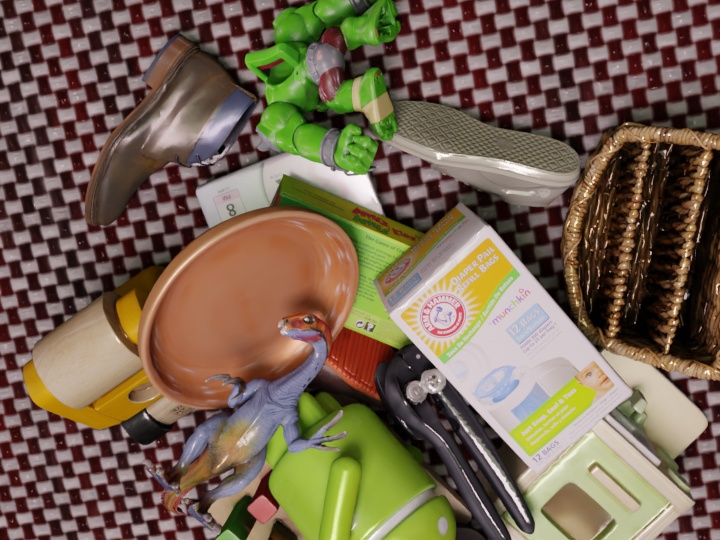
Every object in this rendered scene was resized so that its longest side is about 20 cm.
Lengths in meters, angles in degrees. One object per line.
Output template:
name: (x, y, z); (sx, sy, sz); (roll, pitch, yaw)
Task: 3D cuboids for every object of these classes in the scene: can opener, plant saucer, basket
can opener: (0.088, 0.153, 0.817); (0.063, 0.079, 0.200); (-37, 78, -11)
plant saucer: (-0.093, 0.028, 0.763); (0.200, 0.200, 0.037); (-53, 51, 12)
basket: (0.252, -0.025, 0.799); (0.142, 0.149, 0.201); (9, 102, 4)

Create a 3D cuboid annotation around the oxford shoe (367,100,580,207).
oxford shoe: (0.100, -0.104, 0.846); (0.199, 0.075, 0.058); (17, 139, 6)

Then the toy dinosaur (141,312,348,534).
toy dinosaur: (-0.098, 0.117, 0.778); (0.105, 0.200, 0.182); (48, 63, -16)

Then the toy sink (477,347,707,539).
toy sink: (0.223, 0.184, 0.859); (0.130, 0.112, 0.200); (42, 102, -3)

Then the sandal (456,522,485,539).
sandal: (0.115, 0.329, 0.905); (0.075, 0.045, 0.201); (-28, 114, -14)

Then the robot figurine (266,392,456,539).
robot figurine: (0.000, 0.199, 0.801); (0.116, 0.175, 0.200); (-46, 69, 9)

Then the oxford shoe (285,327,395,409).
oxford shoe: (-0.038, 0.084, 0.892); (0.200, 0.071, 0.073); (32, 132, -11)

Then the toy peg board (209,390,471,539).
toy peg board: (-0.027, 0.252, 0.907); (0.200, 0.098, 0.199); (44, 102, -4)

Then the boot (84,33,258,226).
boot: (-0.180, -0.111, 0.867); (0.097, 0.075, 0.200); (31, 100, 3)

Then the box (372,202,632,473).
box: (0.118, 0.055, 0.793); (0.112, 0.101, 0.200); (-41, 106, 5)

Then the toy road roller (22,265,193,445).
toy road roller: (-0.213, 0.060, 0.851); (0.123, 0.200, 0.146); (-34, 60, 9)

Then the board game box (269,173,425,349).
board game box: (0.000, 0.000, 0.852); (0.199, 0.048, 0.102); (22, 113, -12)

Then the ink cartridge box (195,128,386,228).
ink cartridge box: (-0.046, -0.016, 0.885); (0.162, 0.057, 0.201); (-20, 93, 9)

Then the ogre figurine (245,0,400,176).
ogre figurine: (-0.031, -0.179, 0.819); (0.119, 0.098, 0.201); (-2, 89, 25)
